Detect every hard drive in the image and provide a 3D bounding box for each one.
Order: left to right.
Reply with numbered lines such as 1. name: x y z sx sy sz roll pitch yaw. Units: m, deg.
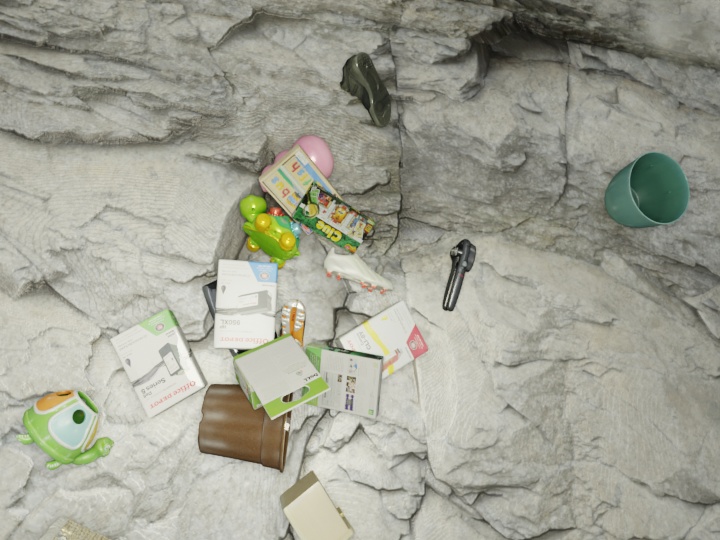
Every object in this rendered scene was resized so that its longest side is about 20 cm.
1. hard drive: -0.299 0.104 1.339 0.132 0.042 0.204 -25 88 -14

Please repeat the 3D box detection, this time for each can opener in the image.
1. can opener: 0.265 0.013 1.463 0.077 0.063 0.205 21 78 -9

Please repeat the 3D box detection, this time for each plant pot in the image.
1. plant pot: -0.261 0.350 1.245 0.192 0.200 0.207 5 80 -2
2. plant pot: 0.808 -0.215 1.562 0.194 0.161 0.208 2 81 -12

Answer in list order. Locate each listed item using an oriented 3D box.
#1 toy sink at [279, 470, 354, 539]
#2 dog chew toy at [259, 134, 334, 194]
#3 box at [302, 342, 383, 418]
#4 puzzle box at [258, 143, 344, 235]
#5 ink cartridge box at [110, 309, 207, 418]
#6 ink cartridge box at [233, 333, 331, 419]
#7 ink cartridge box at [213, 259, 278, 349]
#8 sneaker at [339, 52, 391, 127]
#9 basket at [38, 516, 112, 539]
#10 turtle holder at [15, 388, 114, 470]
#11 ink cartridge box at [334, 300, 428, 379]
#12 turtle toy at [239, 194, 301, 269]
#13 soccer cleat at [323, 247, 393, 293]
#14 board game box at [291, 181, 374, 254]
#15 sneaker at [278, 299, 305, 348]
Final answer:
1. toy sink: -0.091 0.595 1.267 0.111 0.130 0.203 -32 88 -15
2. dog chew toy: -0.167 -0.260 1.385 0.196 0.125 0.127 -29 88 -7
3. box: -0.045 0.266 1.313 0.194 0.036 0.149 8 98 15
4. puzzle box: -0.144 -0.198 1.349 0.132 0.026 0.200 -37 125 9
5. ink cartridge box: -0.467 0.217 1.264 0.143 0.084 0.204 -28 88 -14
6. ink cartridge box: -0.170 0.246 1.168 0.145 0.200 0.078 -20 131 -26
7. ink cartridge box: -0.271 0.085 1.281 0.140 0.084 0.207 3 82 -12
8. sneaker: 0.013 -0.492 1.485 0.076 0.113 0.202 -42 119 -19
9. basket: -0.618 0.655 1.113 0.157 0.198 0.205 24 77 -11
10. turtle holder: -0.636 0.350 1.180 0.131 0.141 0.186 -41 90 -16
11. ink cartridge box: 0.053 0.191 1.380 0.197 0.083 0.148 -29 88 -14
12. turtle toy: -0.225 -0.105 1.347 0.198 0.146 0.102 38 56 -3
13. soccer cleat: 0.000 0.000 1.408 0.195 0.069 0.080 19 75 -6
14. board game box: -0.068 -0.131 1.378 0.197 0.024 0.106 29 112 -25
15. sneaker: -0.172 0.169 1.344 0.076 0.077 0.206 13 97 -4
